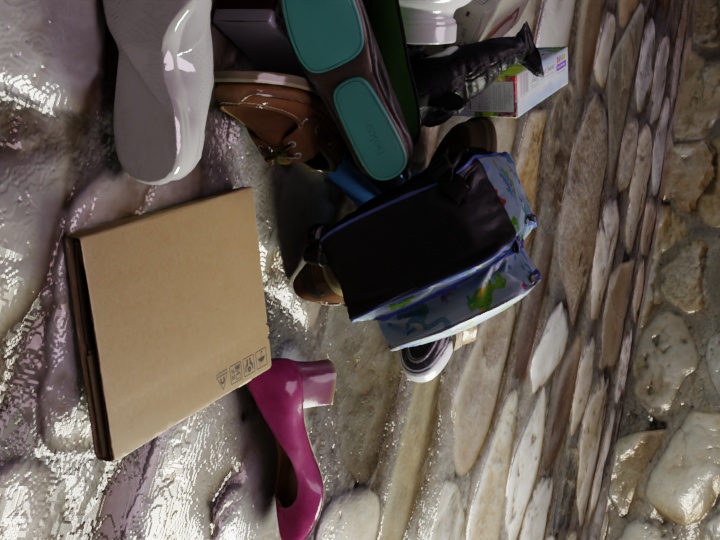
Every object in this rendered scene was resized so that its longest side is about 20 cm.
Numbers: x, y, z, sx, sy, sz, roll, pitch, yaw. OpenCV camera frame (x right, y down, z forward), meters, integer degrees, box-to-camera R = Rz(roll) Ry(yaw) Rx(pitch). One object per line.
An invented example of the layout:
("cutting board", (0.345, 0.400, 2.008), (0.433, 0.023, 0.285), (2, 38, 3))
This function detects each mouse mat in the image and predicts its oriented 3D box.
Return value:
("mouse mat", (0.023, -0.202, 0.814), (0.161, 0.007, 0.205), (140, -60, -80))

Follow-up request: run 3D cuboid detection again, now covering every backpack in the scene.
("backpack", (0.078, -0.021, 0.815), (0.149, 0.181, 0.200), (63, 25, -2))

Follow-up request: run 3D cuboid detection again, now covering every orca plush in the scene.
("orca plush", (0.102, -0.181, 0.923), (0.106, 0.196, 0.072), (84, -11, -48))

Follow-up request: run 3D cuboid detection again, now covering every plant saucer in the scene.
("plant saucer", (0.101, -0.084, 1.021), (0.200, 0.029, 0.204), (-162, -91, -77))

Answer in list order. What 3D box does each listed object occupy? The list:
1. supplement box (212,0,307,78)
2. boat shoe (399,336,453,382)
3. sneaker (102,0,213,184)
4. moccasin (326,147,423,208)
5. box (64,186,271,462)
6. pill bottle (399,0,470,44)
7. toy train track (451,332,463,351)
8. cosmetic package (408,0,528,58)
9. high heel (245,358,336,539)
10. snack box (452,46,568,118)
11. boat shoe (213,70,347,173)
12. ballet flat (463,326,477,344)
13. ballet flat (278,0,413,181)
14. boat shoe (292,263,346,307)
("supplement box", (-0.049, -0.274, 0.750), (0.109, 0.060, 0.204), (34, 67, -60))
("boat shoe", (0.089, 0.036, 1.098), (0.068, 0.070, 0.203), (57, 47, -52))
("sneaker", (-0.132, -0.167, 0.626), (0.088, 0.074, 0.205), (-36, 136, -70))
("moccasin", (0.032, -0.092, 0.940), (0.200, 0.079, 0.069), (48, 59, -58))
("box", (-0.140, 0.032, 0.693), (0.199, 0.021, 0.167), (-27, 116, -56))
("pill bottle", (0.062, -0.325, 0.846), (0.110, 0.109, 0.204), (-32, 127, -56))
("toy train track", (0.147, 0.031, 1.104), (0.199, 0.032, 0.118), (-20, 108, -59))
("cosmetic package", (0.123, -0.311, 1.007), (0.200, 0.102, 0.088), (-46, 164, -46))
("high heel", (-0.083, 0.178, 0.848), (0.094, 0.067, 0.205), (-1, 104, -33))
("snack box", (0.158, -0.232, 1.074), (0.199, 0.140, 0.054), (-36, 127, -53))
("boat shoe", (-0.059, -0.124, 0.762), (0.199, 0.071, 0.070), (3, 95, -63))
("ballet flat", (0.148, 0.005, 1.200), (0.064, 0.070, 0.205), (7, 100, -24))
("ballet flat", (-0.012, -0.167, 0.712), (0.069, 0.067, 0.203), (-81, 152, -61))
("boat shoe", (0.000, 0.000, 0.925), (0.199, 0.067, 0.073), (-4, 73, -60))
